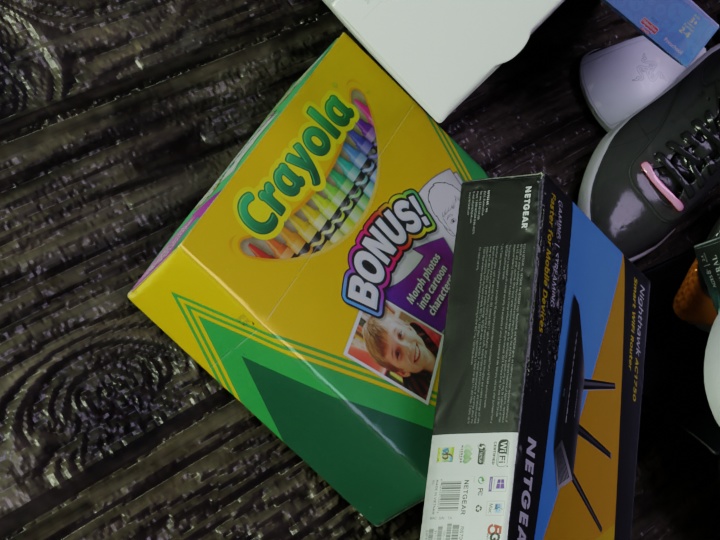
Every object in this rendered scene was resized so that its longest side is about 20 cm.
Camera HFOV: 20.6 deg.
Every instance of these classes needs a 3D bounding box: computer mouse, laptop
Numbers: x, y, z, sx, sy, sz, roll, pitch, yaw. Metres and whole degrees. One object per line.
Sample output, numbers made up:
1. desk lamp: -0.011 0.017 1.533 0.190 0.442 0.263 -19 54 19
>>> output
1. computer mouse: 0.223 -0.123 1.305 0.199 0.044 0.111 -10 72 -44
2. laptop: 0.222 0.102 1.185 0.186 0.115 0.202 -20 107 -46

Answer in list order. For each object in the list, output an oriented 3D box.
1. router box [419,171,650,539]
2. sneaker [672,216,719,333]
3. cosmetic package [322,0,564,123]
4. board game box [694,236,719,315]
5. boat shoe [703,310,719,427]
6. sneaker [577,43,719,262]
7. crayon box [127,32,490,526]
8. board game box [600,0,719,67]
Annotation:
1. router box: 0.091 0.073 0.986 0.149 0.051 0.202 37 55 -54
2. sneaker: 0.258 -0.008 1.203 0.092 0.076 0.200 33 35 10
3. cosmetic package: 0.044 -0.150 1.047 0.085 0.108 0.200 45 3 -8
4. board game box: 0.282 0.024 1.158 0.199 0.028 0.137 -18 87 -44
5. boat shoe: 0.255 0.023 1.066 0.200 0.070 0.071 -35 99 -43
6. sneaker: 0.211 -0.083 1.195 0.071 0.099 0.200 49 65 -10
7. crayon box: 0.000 0.000 1.018 0.172 0.058 0.200 44 43 -10
8. board game box: 0.129 -0.205 1.208 0.151 0.037 0.200 36 13 -19
